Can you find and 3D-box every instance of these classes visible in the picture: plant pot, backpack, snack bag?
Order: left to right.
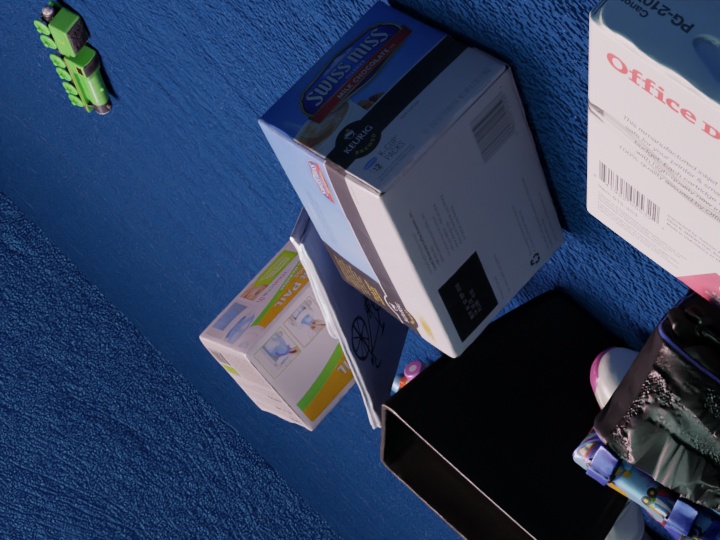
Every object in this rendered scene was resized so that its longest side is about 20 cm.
[{"bbox_3d":[0.000,0.000,1.341,0.021,0.189,0.201,-9,125,20],"label":"snack bag"},{"bbox_3d":[0.148,0.139,1.320,0.200,0.177,0.200,42,166,14],"label":"plant pot"},{"bbox_3d":[0.251,0.105,0.951,0.199,0.135,0.182,35,-157,12],"label":"backpack"}]

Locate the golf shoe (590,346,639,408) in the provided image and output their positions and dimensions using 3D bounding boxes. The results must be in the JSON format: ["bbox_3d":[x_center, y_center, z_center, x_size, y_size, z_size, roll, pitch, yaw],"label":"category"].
[{"bbox_3d":[0.263,0.122,1.204,0.200,0.075,0.092,41,150,5],"label":"golf shoe"}]

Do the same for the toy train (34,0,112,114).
[{"bbox_3d":[-0.328,-0.242,1.857,0.056,0.042,0.200,28,161,17],"label":"toy train"}]

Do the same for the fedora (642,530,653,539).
[{"bbox_3d":[0.267,0.312,1.640,0.177,0.090,0.200,51,171,-18],"label":"fedora"}]

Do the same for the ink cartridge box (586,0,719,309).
[{"bbox_3d":[0.194,-0.065,0.820,0.144,0.084,0.200,39,165,22],"label":"ink cartridge box"}]

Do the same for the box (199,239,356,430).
[{"bbox_3d":[-0.032,0.032,1.475,0.102,0.200,0.112,50,163,-24],"label":"box"}]

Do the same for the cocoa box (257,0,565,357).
[{"bbox_3d":[0.041,-0.064,1.144,0.131,0.133,0.201,34,162,37],"label":"cocoa box"}]

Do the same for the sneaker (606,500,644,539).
[{"bbox_3d":[0.229,0.202,1.489,0.086,0.075,0.201,18,151,48],"label":"sneaker"}]

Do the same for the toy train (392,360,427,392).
[{"bbox_3d":[0.111,0.153,1.715,0.200,0.056,0.151,41,167,27],"label":"toy train"}]
